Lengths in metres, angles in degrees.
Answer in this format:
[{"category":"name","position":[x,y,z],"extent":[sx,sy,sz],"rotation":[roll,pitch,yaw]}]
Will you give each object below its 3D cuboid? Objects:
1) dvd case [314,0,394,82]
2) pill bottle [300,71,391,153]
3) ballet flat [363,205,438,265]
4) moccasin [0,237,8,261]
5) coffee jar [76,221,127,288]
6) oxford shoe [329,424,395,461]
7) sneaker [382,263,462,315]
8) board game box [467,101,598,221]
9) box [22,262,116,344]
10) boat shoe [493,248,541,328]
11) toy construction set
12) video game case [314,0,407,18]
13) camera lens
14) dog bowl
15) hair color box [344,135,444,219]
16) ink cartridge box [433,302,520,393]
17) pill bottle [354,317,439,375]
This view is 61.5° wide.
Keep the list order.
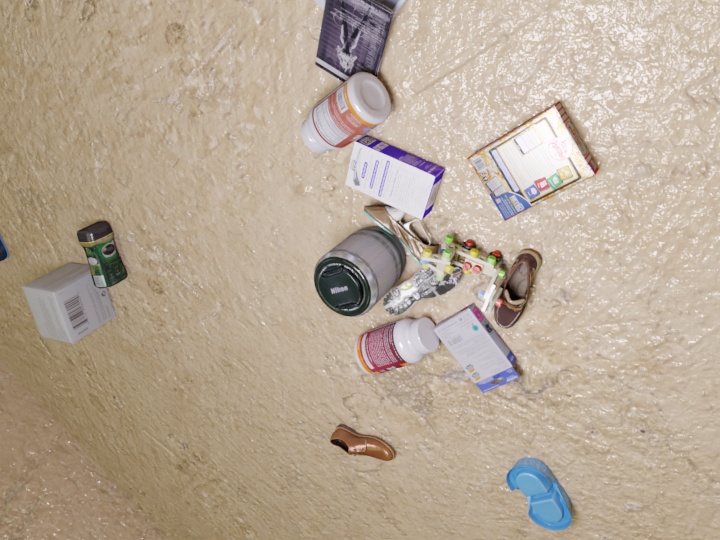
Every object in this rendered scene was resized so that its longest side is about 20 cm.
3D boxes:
[{"category":"dvd case","position":[-0.017,-0.471,1.236],"extent":[0.148,0.016,0.200],"rotation":[34,143,11]},{"category":"pill bottle","position":[-0.038,-0.327,1.290],"extent":[0.200,0.112,0.112],"rotation":[-21,103,48]},{"category":"ballet flat","position":[0.099,-0.098,1.374],"extent":[0.200,0.068,0.072],"rotation":[43,109,4]},{"category":"moccasin","position":[-1.393,-0.125,2.262],"extent":[0.080,0.068,0.200],"rotation":[-18,104,37]},{"category":"coffee jar","position":[-0.824,-0.052,1.931],"extent":[0.085,0.104,0.201],"rotation":[3,116,27]},{"category":"oxford shoe","position":[0.003,0.515,1.752],"extent":[0.199,0.071,0.072],"rotation":[13,119,24]},{"category":"sneaker","position":[0.140,0.032,1.406],"extent":[0.200,0.085,0.077],"rotation":[-26,95,15]},{"category":"board game box","position":[0.331,-0.207,1.177],"extent":[0.200,0.046,0.152],"rotation":[-27,99,38]},{"category":"box","position":[-0.981,0.107,2.051],"extent":[0.171,0.200,0.200],"rotation":[6,118,27]},{"category":"boat shoe","position":[0.328,0.051,1.301],"extent":[0.072,0.072,0.200],"rotation":[27,126,16]},{"category":"toy construction set","position":[0.231,-0.002,1.294],"extent":[0.200,0.131,0.092],"rotation":[37,129,9]},{"category":"video game case","position":[0.005,-0.568,1.199],"extent":[0.182,0.023,0.200],"rotation":[48,129,1]},{"category":"camera lens","position":[0.000,0.000,1.392],"extent":[0.160,0.200,0.160],"rotation":[14,122,24]},{"category":"dog bowl","position":[0.450,0.554,1.512],"extent":[0.111,0.050,0.200],"rotation":[-31,96,39]},{"category":"hair color box","position":[0.073,-0.205,1.327],"extent":[0.200,0.065,0.110],"rotation":[26,126,15]},{"category":"ink cartridge box","position":[0.277,0.185,1.426],"extent":[0.119,0.042,0.200],"rotation":[-36,91,39]},{"category":"pill bottle","position":[0.089,0.183,1.492],"extent":[0.200,0.113,0.113],"rotation":[-24,101,38]}]
